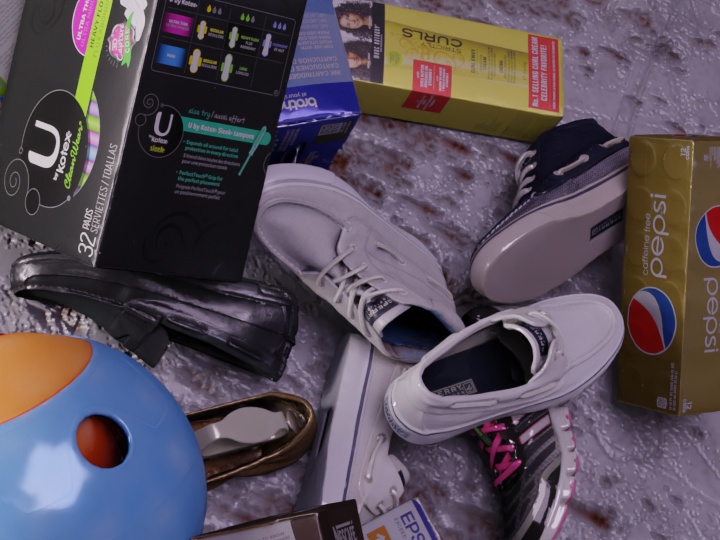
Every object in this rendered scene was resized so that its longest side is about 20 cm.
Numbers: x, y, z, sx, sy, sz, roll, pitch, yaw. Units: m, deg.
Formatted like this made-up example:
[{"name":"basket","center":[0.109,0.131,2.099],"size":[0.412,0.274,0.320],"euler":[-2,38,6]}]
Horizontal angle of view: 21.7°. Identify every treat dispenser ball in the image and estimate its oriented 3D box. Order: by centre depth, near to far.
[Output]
[{"name":"treat dispenser ball","center":[-0.192,0.136,1.118],"size":[0.200,0.201,0.201],"euler":[7,67,-17]}]

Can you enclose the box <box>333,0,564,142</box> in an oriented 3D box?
[{"name":"box","center":[0.054,-0.153,1.433],"size":[0.199,0.050,0.075],"euler":[10,65,-16]}]

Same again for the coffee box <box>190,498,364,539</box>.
[{"name":"coffee box","center":[-0.030,0.244,1.118],"size":[0.080,0.114,0.201],"euler":[-13,85,10]}]

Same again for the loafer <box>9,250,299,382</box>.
[{"name":"loafer","center":[-0.141,0.030,1.280],"size":[0.200,0.068,0.071],"euler":[11,80,-10]}]

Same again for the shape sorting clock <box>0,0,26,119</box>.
[{"name":"shape sorting clock","center":[-0.234,-0.136,1.276],"size":[0.200,0.039,0.201],"euler":[-12,110,-35]}]

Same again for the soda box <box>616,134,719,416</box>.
[{"name":"soda box","center":[0.235,0.001,1.373],"size":[0.064,0.068,0.201],"euler":[-2,98,-36]}]

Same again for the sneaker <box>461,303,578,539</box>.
[{"name":"sneaker","center":[0.101,0.108,1.335],"size":[0.087,0.074,0.200],"euler":[10,61,-16]}]

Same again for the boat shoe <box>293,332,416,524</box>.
[{"name":"boat shoe","center":[0.000,0.142,1.289],"size":[0.070,0.071,0.200],"euler":[19,59,-11]}]

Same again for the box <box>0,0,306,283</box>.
[{"name":"box","center":[-0.143,-0.109,1.230],"size":[0.124,0.148,0.201],"euler":[7,100,-43]}]

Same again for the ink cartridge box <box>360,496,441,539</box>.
[{"name":"ink cartridge box","center":[-0.003,0.273,1.191],"size":[0.200,0.041,0.200],"euler":[-28,80,9]}]

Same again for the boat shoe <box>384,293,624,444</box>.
[{"name":"boat shoe","center":[0.110,0.061,1.280],"size":[0.200,0.065,0.074],"euler":[-26,75,-31]}]

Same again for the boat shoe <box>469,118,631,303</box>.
[{"name":"boat shoe","center":[0.137,-0.047,1.403],"size":[0.200,0.075,0.093],"euler":[-25,47,-33]}]

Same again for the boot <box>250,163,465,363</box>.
[{"name":"boot","center":[0.000,0.000,1.288],"size":[0.200,0.074,0.096],"euler":[25,24,-41]}]

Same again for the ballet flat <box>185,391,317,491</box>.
[{"name":"ballet flat","center":[-0.116,0.121,1.251],"size":[0.200,0.072,0.068],"euler":[-13,73,-23]}]

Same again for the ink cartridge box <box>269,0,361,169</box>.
[{"name":"ink cartridge box","center":[-0.063,-0.140,1.337],"size":[0.076,0.136,0.200],"euler":[-10,73,-19]}]

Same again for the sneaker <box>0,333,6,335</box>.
[{"name":"sneaker","center":[-0.266,0.060,1.185],"size":[0.200,0.085,0.077],"euler":[2,53,-51]}]
